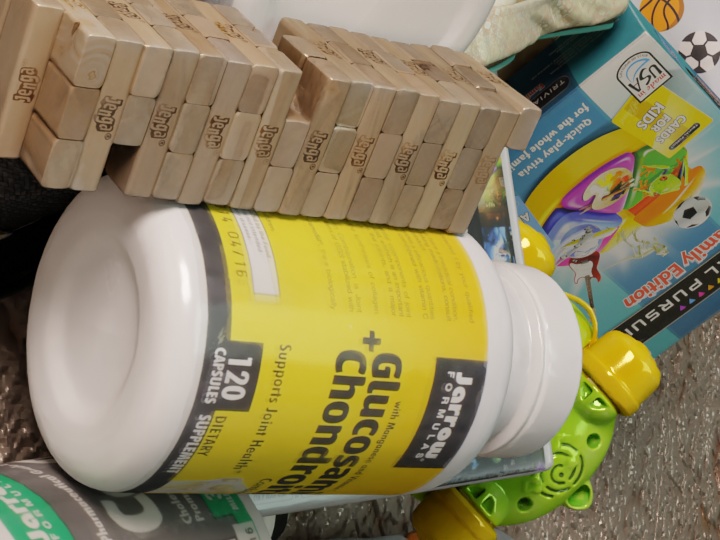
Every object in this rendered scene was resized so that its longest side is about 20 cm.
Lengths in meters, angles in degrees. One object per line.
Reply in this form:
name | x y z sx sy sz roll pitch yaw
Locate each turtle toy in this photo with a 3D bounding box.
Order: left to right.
turtle toy | 0.048 0.045 0.816 0.200 0.146 0.101 48 -1 7

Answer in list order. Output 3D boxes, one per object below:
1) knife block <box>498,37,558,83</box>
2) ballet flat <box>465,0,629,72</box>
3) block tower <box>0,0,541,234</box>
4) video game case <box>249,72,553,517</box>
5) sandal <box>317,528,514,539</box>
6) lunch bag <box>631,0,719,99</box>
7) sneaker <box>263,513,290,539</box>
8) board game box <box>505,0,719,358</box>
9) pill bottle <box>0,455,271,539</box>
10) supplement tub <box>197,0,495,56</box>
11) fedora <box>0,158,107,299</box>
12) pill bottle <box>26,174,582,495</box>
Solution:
knife block | 0.078 -0.151 0.852 0.176 0.064 0.200 51 56 -80
ballet flat | 0.061 -0.131 0.736 0.200 0.067 0.062 -27 129 -50
block tower | -0.032 -0.055 0.552 0.200 0.054 0.058 3 120 -38
video game case | 0.000 0.000 0.707 0.182 0.023 0.200 -3 82 -36
sandal | 0.018 0.180 0.868 0.207 0.059 0.079 12 60 -38
lunch bag | 0.179 -0.150 0.975 0.124 0.170 0.200 44 14 -47
sneaker | -0.053 0.030 0.731 0.087 0.074 0.200 -12 93 -53
board game box | 0.146 -0.040 0.890 0.200 0.151 0.047 37 23 -36
pill bottle | -0.126 0.125 0.561 0.200 0.113 0.113 -1 89 -60
supplement tub | -0.038 -0.162 0.646 0.123 0.123 0.200 42 11 -51
fedora | -0.128 -0.077 0.591 0.201 0.092 0.201 9 80 -59
pill bottle | -0.014 0.028 0.604 0.200 0.112 0.112 6 82 -37
